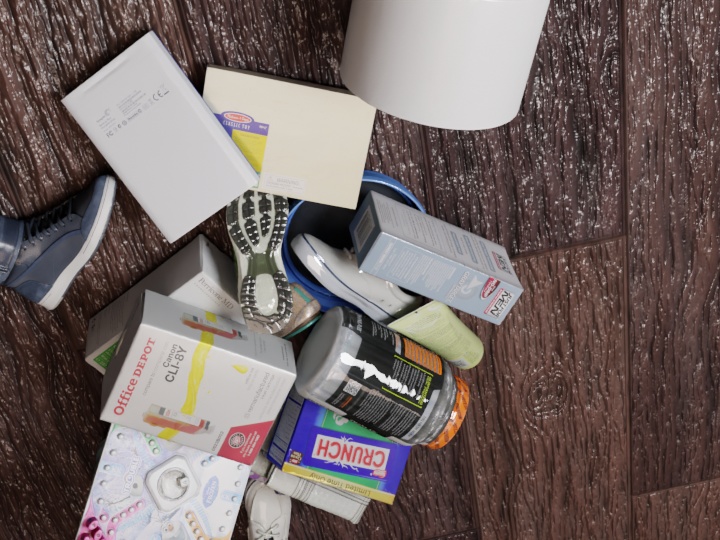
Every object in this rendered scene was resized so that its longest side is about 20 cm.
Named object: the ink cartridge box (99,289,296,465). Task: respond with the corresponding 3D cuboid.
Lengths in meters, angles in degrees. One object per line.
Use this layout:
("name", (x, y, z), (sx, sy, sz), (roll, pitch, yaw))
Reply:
("ink cartridge box", (-0.196, 0.131, 1.264), (0.198, 0.084, 0.146), (21, 112, -18))

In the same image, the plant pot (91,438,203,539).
("plant pot", (-0.279, 0.328, 1.425), (0.198, 0.135, 0.201), (7, 144, 5))

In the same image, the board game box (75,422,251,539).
("board game box", (-0.238, 0.273, 1.340), (0.198, 0.026, 0.202), (20, 82, -26))

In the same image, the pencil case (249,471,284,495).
("pencil case", (-0.170, 0.233, 1.457), (0.199, 0.085, 0.085), (34, 77, -26))

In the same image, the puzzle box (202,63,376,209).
("puzzle box", (-0.089, -0.154, 1.207), (0.198, 0.025, 0.134), (11, 112, -5))

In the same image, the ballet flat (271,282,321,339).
("ballet flat", (-0.124, 0.071, 1.353), (0.200, 0.068, 0.067), (-36, 94, 39))

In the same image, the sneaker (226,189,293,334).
("sneaker", (-0.127, -0.023, 1.267), (0.076, 0.089, 0.202), (-1, 85, -14))

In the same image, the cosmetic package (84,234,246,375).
("cosmetic package", (-0.239, 0.061, 1.324), (0.199, 0.085, 0.108), (-36, 124, 17))

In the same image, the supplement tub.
("supplement tub", (0.028, 0.138, 1.300), (0.199, 0.123, 0.123), (29, 116, -18))

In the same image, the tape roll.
("tape roll", (0.086, -0.252, 1.090), (0.200, 0.203, 0.140), (5, 123, -11))

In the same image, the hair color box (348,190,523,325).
("hair color box", (0.090, -0.015, 1.264), (0.198, 0.099, 0.061), (21, 118, -21))

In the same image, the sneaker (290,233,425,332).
("sneaker", (0.000, 0.000, 1.287), (0.071, 0.073, 0.199), (-47, 127, 11))

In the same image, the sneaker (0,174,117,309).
("sneaker", (-0.384, -0.053, 1.230), (0.145, 0.077, 0.203), (27, 117, -26))

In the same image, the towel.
("towel", (-0.036, 0.232, 1.450), (0.199, 0.034, 0.194), (30, 87, -25))

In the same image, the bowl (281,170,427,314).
("bowl", (-0.009, -0.035, 1.320), (0.198, 0.040, 0.202), (-4, 124, -6))

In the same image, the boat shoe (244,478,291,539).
("boat shoe", (-0.138, 0.384, 1.564), (0.070, 0.070, 0.202), (-1, 124, -8))

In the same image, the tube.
("tube", (0.106, 0.079, 1.354), (0.058, 0.052, 0.200), (-65, 150, -6))

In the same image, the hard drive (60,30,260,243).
("hard drive", (-0.224, -0.147, 1.184), (0.131, 0.025, 0.201), (-32, 104, 15))

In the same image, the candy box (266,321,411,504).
("candy box", (-0.010, 0.187, 1.395), (0.168, 0.077, 0.202), (20, 89, -21))
